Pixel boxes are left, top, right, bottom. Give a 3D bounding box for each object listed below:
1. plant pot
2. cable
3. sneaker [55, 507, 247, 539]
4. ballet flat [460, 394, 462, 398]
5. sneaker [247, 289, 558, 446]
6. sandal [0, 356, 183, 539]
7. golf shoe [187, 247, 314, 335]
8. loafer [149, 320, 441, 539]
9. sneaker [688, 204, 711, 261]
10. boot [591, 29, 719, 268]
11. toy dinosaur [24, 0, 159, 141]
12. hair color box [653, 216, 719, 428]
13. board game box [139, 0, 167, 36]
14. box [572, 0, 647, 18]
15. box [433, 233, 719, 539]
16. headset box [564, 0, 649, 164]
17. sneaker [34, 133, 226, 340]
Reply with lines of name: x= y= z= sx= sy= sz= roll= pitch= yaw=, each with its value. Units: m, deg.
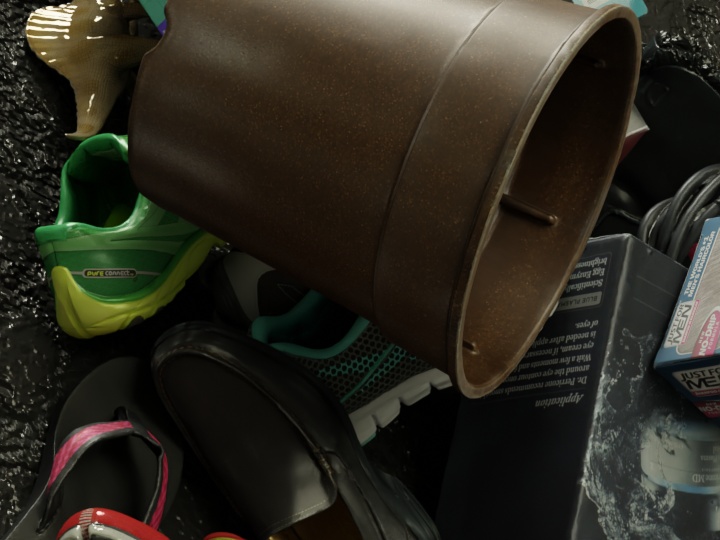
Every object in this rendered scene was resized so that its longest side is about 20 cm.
plant pot: x=0.006 y=-0.068 z=1.124 sx=0.198 sy=0.201 sz=0.200 roll=24 pitch=34 yaw=17
cable: x=0.245 y=-0.001 z=1.449 sx=0.051 sy=0.200 sz=0.163 roll=45 pitch=-19 yaw=45
sneaker: x=-0.078 y=0.158 z=1.095 sx=0.200 sy=0.077 sz=0.085 roll=42 pitch=32 yaw=-41
ballet flat: x=0.127 y=0.076 z=1.396 sx=0.200 sy=0.067 sz=0.070 roll=19 pitch=23 yaw=-35
sneaker: x=0.024 y=0.019 z=1.220 sx=0.078 sy=0.200 sz=0.091 roll=42 pitch=-18 yaw=44
sandal: x=-0.126 y=0.113 z=1.109 sx=0.075 sy=0.045 sz=0.200 roll=41 pitch=38 yaw=-13
golf shoe: x=0.000 y=0.000 z=1.294 sx=0.200 sy=0.094 sz=0.078 roll=-13 pitch=68 yaw=-51
loafer: x=-0.033 y=0.108 z=1.170 sx=0.200 sy=0.073 sz=0.072 roll=44 pitch=29 yaw=-17
sneaker: x=0.237 y=-0.022 z=1.569 sx=0.200 sy=0.077 sz=0.084 roll=43 pitch=42 yaw=-13
boot: x=0.204 y=-0.046 z=1.476 sx=0.198 sy=0.163 sz=0.073 roll=39 pitch=15 yaw=-14
toy dinosaur: x=-0.139 y=-0.116 z=1.293 sx=0.101 sy=0.058 sz=0.200 roll=11 pitch=43 yaw=-21
hair color box: x=0.255 y=0.064 z=1.259 sx=0.200 sy=0.060 sz=0.100 roll=40 pitch=58 yaw=-28
board game box: x=-0.074 y=-0.167 z=1.326 sx=0.152 sy=0.045 sz=0.200 roll=56 pitch=18 yaw=25
box: x=0.094 y=-0.163 z=1.428 sx=0.049 sy=0.200 sz=0.082 roll=-30 pitch=95 yaw=-24
box: x=0.158 y=0.113 z=1.284 sx=0.196 sy=0.117 sz=0.200 roll=27 pitch=66 yaw=-33
headset box: x=0.079 y=-0.099 z=1.362 sx=0.077 sy=0.200 sz=0.149 roll=-23 pitch=75 yaw=-24
sneaker: x=-0.108 y=-0.045 z=1.221 sx=0.084 sy=0.074 sz=0.200 roll=66 pitch=31 yaw=-25
